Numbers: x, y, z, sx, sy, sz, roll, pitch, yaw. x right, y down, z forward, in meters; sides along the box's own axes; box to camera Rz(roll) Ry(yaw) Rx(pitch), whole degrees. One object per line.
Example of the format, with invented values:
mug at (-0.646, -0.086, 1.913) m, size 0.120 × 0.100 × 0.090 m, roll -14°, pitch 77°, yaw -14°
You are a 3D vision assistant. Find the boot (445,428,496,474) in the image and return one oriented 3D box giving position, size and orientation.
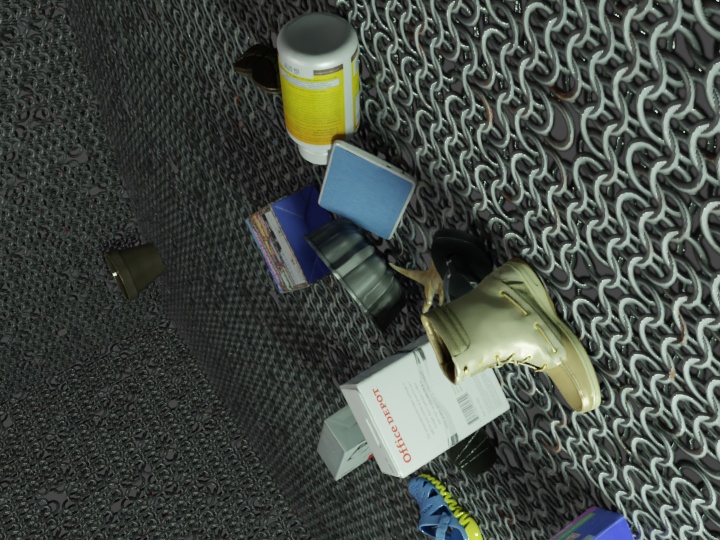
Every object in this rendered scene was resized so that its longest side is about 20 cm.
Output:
boot at (0.129, 0.226, 1.500) m, size 0.200 × 0.073 × 0.151 m, roll 40°, pitch -172°, yaw -24°

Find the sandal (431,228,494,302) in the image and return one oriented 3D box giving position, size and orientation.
sandal at (0.140, 0.029, 1.219) m, size 0.075 × 0.043 × 0.202 m, roll -2°, pitch 131°, yaw 23°

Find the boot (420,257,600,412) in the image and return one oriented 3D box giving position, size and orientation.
boot at (0.175, 0.103, 1.100) m, size 0.202 × 0.154 × 0.073 m, roll 59°, pitch 160°, yaw 8°

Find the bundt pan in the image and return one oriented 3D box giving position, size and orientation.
bundt pan at (0.000, 0.000, 1.476) m, size 0.203 × 0.076 × 0.202 m, roll 51°, pitch 178°, yaw 3°

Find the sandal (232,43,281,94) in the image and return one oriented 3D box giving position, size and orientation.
sandal at (-0.144, -0.312, 1.498) m, size 0.199 × 0.082 × 0.055 m, roll 30°, pitch 160°, yaw 55°

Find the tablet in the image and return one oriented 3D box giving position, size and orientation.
tablet at (0.007, -0.114, 1.373) m, size 0.129 × 0.014 × 0.200 m, roll 27°, pitch 157°, yaw 1°

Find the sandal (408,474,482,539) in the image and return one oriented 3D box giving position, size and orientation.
sandal at (0.142, 0.460, 1.767) m, size 0.200 × 0.086 × 0.080 m, roll 39°, pitch 152°, yaw 53°

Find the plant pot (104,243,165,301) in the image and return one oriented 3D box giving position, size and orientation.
plant pot at (-0.830, -0.012, 3.502) m, size 0.201 × 0.172 × 0.201 m, roll 51°, pitch 158°, yaw 30°

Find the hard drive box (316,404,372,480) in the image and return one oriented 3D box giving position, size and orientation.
hard drive box at (0.004, 0.309, 1.816) m, size 0.077 × 0.155 × 0.201 m, roll 54°, pitch 160°, yaw 18°

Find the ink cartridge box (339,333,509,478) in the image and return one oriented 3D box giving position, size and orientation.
ink cartridge box at (0.092, 0.180, 1.348) m, size 0.148 × 0.198 × 0.086 m, roll 64°, pitch 161°, yaw -4°

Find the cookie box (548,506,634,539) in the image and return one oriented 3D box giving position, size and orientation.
cookie box at (0.299, 0.438, 1.208) m, size 0.202 × 0.170 × 0.075 m, roll 65°, pitch 157°, yaw -7°

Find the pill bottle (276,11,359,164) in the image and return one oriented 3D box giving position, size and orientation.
pill bottle at (-0.055, -0.245, 1.302) m, size 0.109 × 0.108 × 0.201 m, roll 49°, pitch 156°, yaw 32°

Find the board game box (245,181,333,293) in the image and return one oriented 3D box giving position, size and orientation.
board game box at (-0.117, -0.056, 1.728) m, size 0.161 × 0.096 × 0.200 m, roll 64°, pitch 161°, yaw -5°

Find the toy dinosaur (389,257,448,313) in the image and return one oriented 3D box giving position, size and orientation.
toy dinosaur at (0.111, 0.023, 1.344) m, size 0.200 × 0.057 × 0.103 m, roll 179°, pitch 80°, yaw -68°
